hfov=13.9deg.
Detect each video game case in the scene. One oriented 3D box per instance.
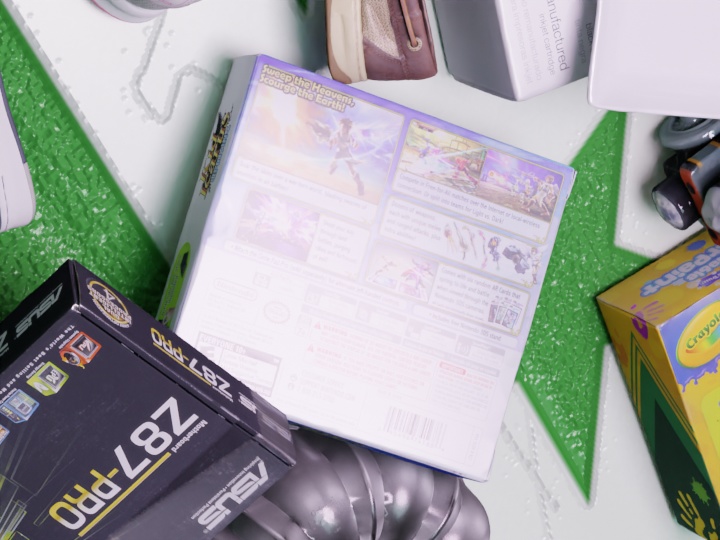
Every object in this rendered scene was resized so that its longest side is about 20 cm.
[{"bbox_3d":[0.000,0.000,1.600,0.199,0.045,0.182,19,84,-20],"label":"video game case"}]

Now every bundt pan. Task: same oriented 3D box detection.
[{"bbox_3d":[-0.005,0.182,1.662,0.201,0.076,0.203,-8,107,-26],"label":"bundt pan"}]

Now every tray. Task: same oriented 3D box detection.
[{"bbox_3d":[0.213,-0.137,1.616,0.199,0.022,0.108,2,98,-24],"label":"tray"}]

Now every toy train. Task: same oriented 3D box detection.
[{"bbox_3d":[0.263,-0.085,1.709,0.200,0.114,0.085,-35,116,-15],"label":"toy train"}]

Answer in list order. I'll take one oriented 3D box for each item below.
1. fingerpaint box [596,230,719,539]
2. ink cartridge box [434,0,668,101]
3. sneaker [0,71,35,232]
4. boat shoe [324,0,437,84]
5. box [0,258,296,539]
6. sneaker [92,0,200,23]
[{"bbox_3d":[0.260,0.045,1.765,0.200,0.073,0.167,-31,116,-18],"label":"fingerpaint box"},{"bbox_3d":[0.138,-0.198,1.632,0.199,0.083,0.146,-22,112,-21],"label":"ink cartridge box"},{"bbox_3d":[-0.254,-0.087,1.460,0.146,0.077,0.203,-24,114,-23],"label":"sneaker"},{"bbox_3d":[0.019,-0.195,1.563,0.072,0.072,0.201,3,109,7],"label":"boat shoe"},{"bbox_3d":[-0.159,0.108,1.534,0.200,0.049,0.161,-41,123,17],"label":"box"},{"bbox_3d":[-0.063,-0.212,1.520,0.081,0.088,0.200,29,89,-30],"label":"sneaker"}]
